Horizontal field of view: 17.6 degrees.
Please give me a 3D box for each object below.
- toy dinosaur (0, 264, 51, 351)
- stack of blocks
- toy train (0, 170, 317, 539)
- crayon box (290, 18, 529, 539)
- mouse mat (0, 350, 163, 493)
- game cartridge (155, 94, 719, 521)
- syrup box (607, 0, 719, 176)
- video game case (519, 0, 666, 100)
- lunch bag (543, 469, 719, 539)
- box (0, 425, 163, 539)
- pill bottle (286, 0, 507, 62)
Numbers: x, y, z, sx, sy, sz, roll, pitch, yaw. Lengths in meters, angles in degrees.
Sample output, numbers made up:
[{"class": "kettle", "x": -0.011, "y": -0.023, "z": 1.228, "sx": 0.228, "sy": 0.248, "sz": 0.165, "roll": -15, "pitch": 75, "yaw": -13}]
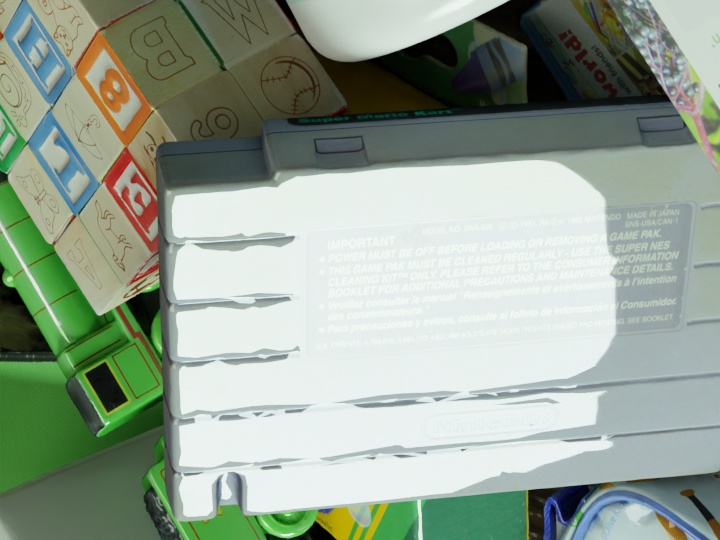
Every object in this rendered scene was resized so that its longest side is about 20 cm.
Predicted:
[{"class": "toy dinosaur", "x": -0.121, "y": 0.025, "z": 0.931, "sx": 0.199, "sy": 0.048, "sz": 0.088, "roll": 19, "pitch": 144, "yaw": 26}, {"class": "stack of blocks", "x": -0.101, "y": -0.099, "z": 0.751, "sx": 0.200, "sy": 0.058, "sz": 0.115, "roll": 56, "pitch": 150, "yaw": 5}, {"class": "toy train", "x": -0.083, "y": 0.024, "z": 0.817, "sx": 0.201, "sy": 0.056, "sz": 0.042, "roll": 58, "pitch": 166, "yaw": 6}, {"class": "crayon box", "x": 0.000, "y": 0.000, "z": 0.791, "sx": 0.126, "sy": 0.051, "sz": 0.201, "roll": 35, "pitch": 136, "yaw": 45}, {"class": "mouse mat", "x": -0.135, "y": 0.093, "z": 0.923, "sx": 0.160, "sy": 0.008, "sz": 0.200, "roll": 1, "pitch": 141, "yaw": -2}, {"class": "game cartridge", "x": 0.038, "y": 0.010, "z": 0.704, "sx": 0.199, "sy": 0.038, "sz": 0.130, "roll": -4, "pitch": 120, "yaw": -9}, {"class": "syrup box", "x": 0.127, "y": -0.078, "z": 0.626, "sx": 0.079, "sy": 0.081, "sz": 0.200, "roll": -28, "pitch": 97, "yaw": 45}, {"class": "video game case", "x": 0.156, "y": -0.059, "z": 0.687, "sx": 0.200, "sy": 0.018, "sz": 0.143, "roll": -28, "pitch": 99, "yaw": 44}, {"class": "lunch bag", "x": 0.124, "y": 0.145, "z": 0.803, "sx": 0.160, "sy": 0.076, "sz": 0.201, "roll": 35, "pitch": 134, "yaw": 17}, {"class": "box", "x": -0.061, "y": 0.176, "z": 0.849, "sx": 0.200, "sy": 0.097, "sz": 0.125, "roll": 54, "pitch": 144, "yaw": 21}, {"class": "pill bottle", "x": -0.007, "y": -0.171, "z": 0.674, "sx": 0.111, "sy": 0.111, "sz": 0.201, "roll": -16, "pitch": 106, "yaw": 42}]
